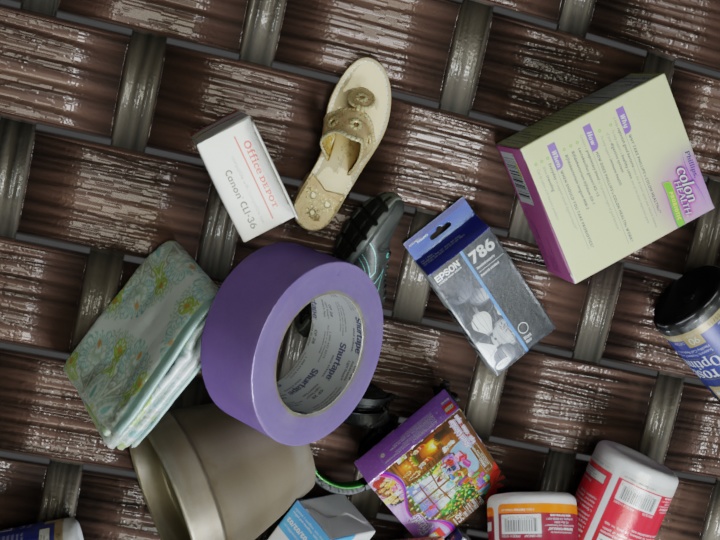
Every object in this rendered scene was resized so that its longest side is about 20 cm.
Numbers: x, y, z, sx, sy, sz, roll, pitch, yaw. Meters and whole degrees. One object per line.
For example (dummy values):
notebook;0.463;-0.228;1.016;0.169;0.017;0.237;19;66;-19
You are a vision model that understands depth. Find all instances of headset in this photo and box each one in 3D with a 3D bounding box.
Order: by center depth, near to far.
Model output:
headset;0.022;0.191;1.342;0.198;0.094;0.125;-28;104;-13

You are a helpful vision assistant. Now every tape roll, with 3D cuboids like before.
tape roll;-0.070;0.077;1.197;0.198;0.084;0.204;-23;122;-43

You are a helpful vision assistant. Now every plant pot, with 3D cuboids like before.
plant pot;-0.152;0.229;1.281;0.171;0.199;0.203;-22;104;-25

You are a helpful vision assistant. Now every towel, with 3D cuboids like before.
towel;-0.237;0.077;1.233;0.201;0.171;0.048;-51;132;0

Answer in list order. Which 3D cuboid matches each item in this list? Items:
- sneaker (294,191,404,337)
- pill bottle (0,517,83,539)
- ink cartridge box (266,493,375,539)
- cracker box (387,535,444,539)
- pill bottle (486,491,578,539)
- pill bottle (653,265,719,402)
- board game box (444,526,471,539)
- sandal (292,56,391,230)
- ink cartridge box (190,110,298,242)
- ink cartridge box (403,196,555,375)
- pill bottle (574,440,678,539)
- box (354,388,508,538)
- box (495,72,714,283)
sneaker;0.000;0.000;1.326;0.079;0.076;0.202;28;102;-24
pill bottle;-0.413;0.356;1.270;0.196;0.116;0.118;-9;101;-10
ink cartridge box;-0.084;0.363;1.322;0.068;0.115;0.201;42;104;25
cracker box;0.051;0.430;1.352;0.132;0.057;0.204;-11;88;30
pill bottle;0.210;0.373;1.349;0.111;0.113;0.204;3;75;-12
pill bottle;0.469;0.100;1.410;0.112;0.112;0.200;-44;104;-2
board game box;0.150;0.459;1.431;0.198;0.062;0.202;31;92;-14
sandal;-0.015;-0.142;1.292;0.077;0.070;0.215;24;94;-14
ink cartridge box;-0.128;-0.104;1.208;0.067;0.200;0.118;-27;103;-6
ink cartridge box;0.147;0.020;1.369;0.099;0.039;0.201;-38;104;-3
pill bottle;0.314;0.328;1.416;0.111;0.112;0.203;22;95;-14
box;0.090;0.244;1.343;0.136;0.039;0.201;-38;137;-3
box;0.293;-0.114;1.346;0.198;0.097;0.178;-27;103;-5
